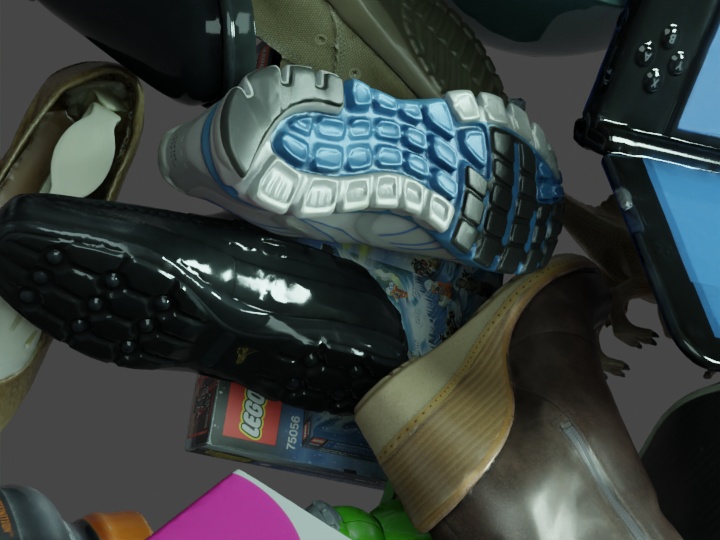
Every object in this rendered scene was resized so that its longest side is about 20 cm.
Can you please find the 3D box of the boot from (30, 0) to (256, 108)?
[{"bbox_3d":[-0.154,-0.119,0.812,0.167,0.077,0.200,-14,42,-25],"label":"boot"}]

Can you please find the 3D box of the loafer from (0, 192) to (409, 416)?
[{"bbox_3d":[-0.069,0.006,0.821,0.200,0.068,0.071,19,40,-29],"label":"loafer"}]

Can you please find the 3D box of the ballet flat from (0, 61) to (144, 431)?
[{"bbox_3d":[-0.146,-0.010,0.838,0.068,0.072,0.201,32,70,-14],"label":"ballet flat"}]

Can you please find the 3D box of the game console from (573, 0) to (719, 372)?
[{"bbox_3d":[0.205,-0.051,0.829,0.199,0.118,0.171,8,110,-37],"label":"game console"}]

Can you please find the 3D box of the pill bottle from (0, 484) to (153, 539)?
[{"bbox_3d":[-0.181,0.144,0.777,0.199,0.106,0.107,-5,82,-23],"label":"pill bottle"}]

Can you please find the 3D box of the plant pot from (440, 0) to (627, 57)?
[{"bbox_3d":[0.096,-0.195,0.920,0.199,0.161,0.202,4,77,-18],"label":"plant pot"}]

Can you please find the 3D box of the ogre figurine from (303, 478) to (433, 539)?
[{"bbox_3d":[0.022,0.154,0.857,0.199,0.098,0.121,7,113,-8],"label":"ogre figurine"}]

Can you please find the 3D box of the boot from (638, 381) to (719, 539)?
[{"bbox_3d":[0.203,0.103,0.896,0.144,0.200,0.073,-2,62,-23],"label":"boot"}]

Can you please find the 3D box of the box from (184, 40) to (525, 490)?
[{"bbox_3d":[0.000,0.000,0.914,0.136,0.040,0.201,14,75,-20],"label":"box"}]

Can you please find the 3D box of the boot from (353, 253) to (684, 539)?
[{"bbox_3d":[0.097,0.087,0.836,0.166,0.072,0.200,47,37,9],"label":"boot"}]

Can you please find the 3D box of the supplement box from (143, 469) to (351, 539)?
[{"bbox_3d":[-0.057,0.197,0.747,0.103,0.201,0.101,30,32,19],"label":"supplement box"}]

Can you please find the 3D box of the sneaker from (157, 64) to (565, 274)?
[{"bbox_3d":[0.002,-0.042,0.823,0.199,0.086,0.075,14,76,-37],"label":"sneaker"}]

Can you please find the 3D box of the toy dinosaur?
[{"bbox_3d":[0.135,-0.002,0.969,0.199,0.058,0.102,22,59,-28],"label":"toy dinosaur"}]

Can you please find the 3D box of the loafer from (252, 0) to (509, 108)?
[{"bbox_3d":[-0.002,-0.103,0.876,0.200,0.067,0.076,48,32,-21],"label":"loafer"}]
